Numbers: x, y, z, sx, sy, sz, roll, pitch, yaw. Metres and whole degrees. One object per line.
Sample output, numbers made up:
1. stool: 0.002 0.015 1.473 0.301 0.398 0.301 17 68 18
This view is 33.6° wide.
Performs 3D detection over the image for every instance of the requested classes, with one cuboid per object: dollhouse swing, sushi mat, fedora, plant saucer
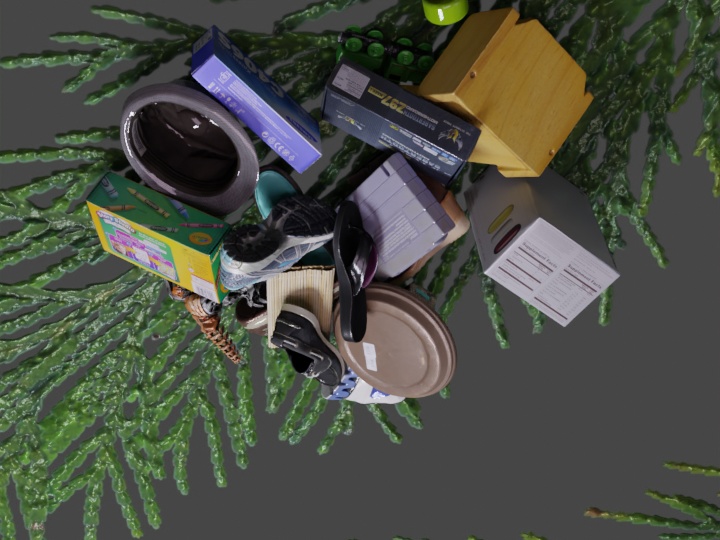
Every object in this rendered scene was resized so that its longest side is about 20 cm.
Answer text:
1. dollhouse swing: 0.156 -0.238 1.558 0.200 0.176 0.182 35 90 -39
2. sushi mat: -0.087 0.054 1.713 0.095 0.012 0.200 -4 146 -6
3. fedora: -0.216 -0.175 1.569 0.199 0.090 0.177 31 130 -8
4. plant saucer: 0.043 0.107 1.712 0.199 0.029 0.201 18 132 21

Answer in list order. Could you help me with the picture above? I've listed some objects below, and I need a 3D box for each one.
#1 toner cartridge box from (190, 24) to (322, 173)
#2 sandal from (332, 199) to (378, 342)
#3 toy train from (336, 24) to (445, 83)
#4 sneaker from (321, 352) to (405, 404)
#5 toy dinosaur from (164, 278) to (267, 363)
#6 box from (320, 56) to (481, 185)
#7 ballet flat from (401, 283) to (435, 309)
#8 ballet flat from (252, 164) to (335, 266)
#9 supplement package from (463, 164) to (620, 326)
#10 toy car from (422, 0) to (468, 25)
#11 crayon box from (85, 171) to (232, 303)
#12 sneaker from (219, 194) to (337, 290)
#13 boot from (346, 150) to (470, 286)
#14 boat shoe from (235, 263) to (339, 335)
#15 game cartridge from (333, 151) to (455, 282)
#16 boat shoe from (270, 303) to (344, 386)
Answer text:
1. toner cartridge box: -0.134 -0.222 1.555 0.043 0.095 0.200 -38 121 20
2. sandal: 0.000 0.000 1.627 0.048 0.075 0.202 3 110 23
3. toy train: 0.062 -0.273 1.572 0.199 0.042 0.057 12 133 -14
4. sneaker: 0.036 0.141 1.844 0.115 0.081 0.200 23 126 -25
5. toy dinosaur: -0.208 0.028 1.717 0.135 0.102 0.201 -18 117 9
6. box: 0.047 -0.187 1.529 0.199 0.158 0.051 29 83 -1
7. ballet flat: 0.020 0.054 1.745 0.199 0.068 0.075 -19 130 43
8. ballet flat: -0.097 -0.077 1.675 0.068 0.069 0.200 -23 123 9
9. supplement package: 0.245 -0.053 1.644 0.155 0.200 0.111 32 117 -24
10. toy car: 0.021 -0.390 1.429 0.199 0.158 0.165 -5 137 12
11. crayon box: -0.265 -0.044 1.612 0.199 0.058 0.119 24 150 16
12. sneaker: -0.112 -0.035 1.600 0.199 0.078 0.086 -24 153 -36
13. boot: 0.041 -0.076 1.704 0.166 0.072 0.200 43 126 -11
14. boat shoe: -0.083 0.039 1.766 0.201 0.075 0.075 -22 138 17
15. game cartridge: 0.041 -0.067 1.621 0.130 0.038 0.200 49 149 -2
16. boat shoe: -0.079 0.123 1.731 0.071 0.068 0.200 8 153 24
